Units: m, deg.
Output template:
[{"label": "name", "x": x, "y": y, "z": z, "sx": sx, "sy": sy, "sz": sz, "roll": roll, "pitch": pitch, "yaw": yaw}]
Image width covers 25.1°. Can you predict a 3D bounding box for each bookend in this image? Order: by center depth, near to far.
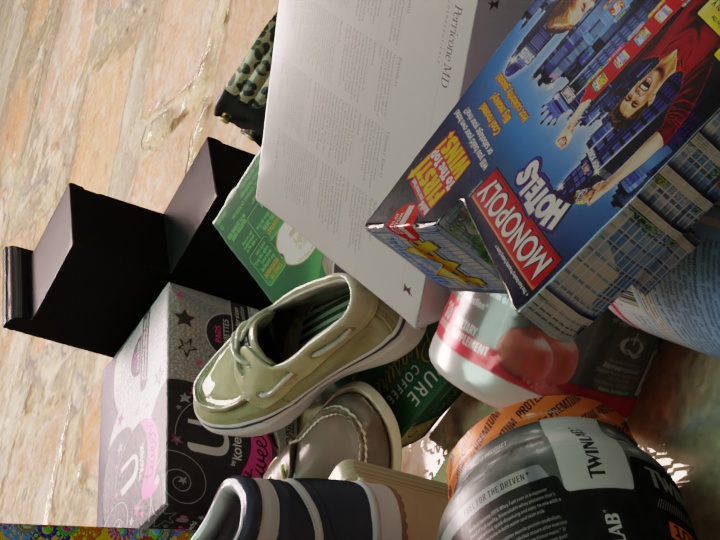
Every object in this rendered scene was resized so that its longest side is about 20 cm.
[{"label": "bookend", "x": -0.154, "y": -0.027, "z": 1.273, "sx": 0.199, "sy": 0.199, "sz": 0.092, "roll": -56, "pitch": 30, "yaw": 32}]

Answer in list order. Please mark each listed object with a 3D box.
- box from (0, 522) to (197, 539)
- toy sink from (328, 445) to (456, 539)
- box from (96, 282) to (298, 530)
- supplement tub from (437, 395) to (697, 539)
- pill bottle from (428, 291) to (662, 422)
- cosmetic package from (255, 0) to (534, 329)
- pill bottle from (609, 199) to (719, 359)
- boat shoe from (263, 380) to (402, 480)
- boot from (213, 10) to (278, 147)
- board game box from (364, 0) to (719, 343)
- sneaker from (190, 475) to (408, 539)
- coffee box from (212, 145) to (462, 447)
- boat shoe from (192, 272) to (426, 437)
[{"label": "box", "x": -0.152, "y": 0.253, "z": 1.018, "sx": 0.200, "sy": 0.191, "sz": 0.123, "roll": 92, "pitch": 180, "yaw": -61}, {"label": "toy sink", "x": 0.019, "y": 0.190, "z": 0.889, "sx": 0.131, "sy": 0.111, "sz": 0.200, "roll": -60, "pitch": 28, "yaw": 23}, {"label": "box", "x": -0.123, "y": 0.133, "z": 1.209, "sx": 0.132, "sy": 0.114, "sz": 0.201, "roll": -49, "pitch": 34, "yaw": 40}, {"label": "supplement tub", "x": 0.102, "y": 0.162, "z": 0.728, "sx": 0.123, "sy": 0.122, "sz": 0.201, "roll": -54, "pitch": 32, "yaw": 34}, {"label": "pill bottle", "x": 0.119, "y": -0.024, "z": 0.824, "sx": 0.201, "sy": 0.110, "sz": 0.111, "roll": -69, "pitch": 26, "yaw": 9}, {"label": "cosmetic package", "x": 0.015, "y": -0.093, "z": 0.871, "sx": 0.151, "sy": 0.051, "sz": 0.201, "roll": 40, "pitch": 133, "yaw": 39}, {"label": "pill bottle", "x": 0.186, "y": -0.007, "z": 0.680, "sx": 0.200, "sy": 0.108, "sz": 0.110, "roll": 24, "pitch": 96, "yaw": 64}, {"label": "boat shoe", "x": -0.032, "y": 0.144, "z": 1.027, "sx": 0.072, "sy": 0.059, "sz": 0.200, "roll": 52, "pitch": 142, "yaw": 19}, {"label": "boot", "x": -0.038, "y": -0.063, "z": 1.103, "sx": 0.204, "sy": 0.153, "sz": 0.074, "roll": -57, "pitch": 1, "yaw": 22}, {"label": "board game box", "x": 0.095, "y": -0.050, "z": 0.692, "sx": 0.200, "sy": 0.062, "sz": 0.200, "roll": -47, "pitch": 26, "yaw": 16}, {"label": "sneaker", "x": -0.038, "y": 0.194, "z": 0.765, "sx": 0.070, "sy": 0.108, "sz": 0.202, "roll": -26, "pitch": 55, "yaw": 53}, {"label": "coffee box", "x": 0.000, "y": 0.000, "z": 1.011, "sx": 0.200, "sy": 0.044, "sz": 0.123, "roll": 51, "pitch": 128, "yaw": 19}, {"label": "boat shoe", "x": -0.045, "y": 0.044, "z": 0.977, "sx": 0.199, "sy": 0.062, "sz": 0.073, "roll": -31, "pitch": 52, "yaw": 39}]
